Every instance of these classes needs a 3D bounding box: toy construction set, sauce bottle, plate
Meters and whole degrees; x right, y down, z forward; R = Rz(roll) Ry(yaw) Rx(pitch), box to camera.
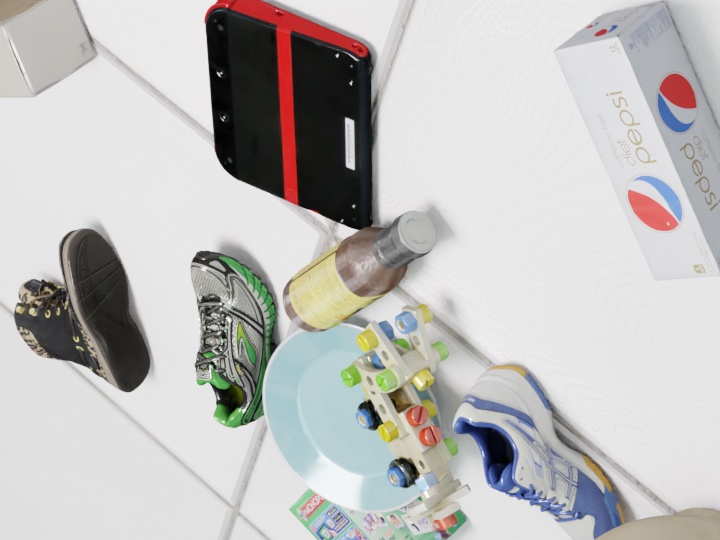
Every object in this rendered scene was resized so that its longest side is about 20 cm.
[{"bbox_3d":[0.050,0.138,1.747,0.131,0.092,0.200,-32,72,59],"label":"toy construction set"},{"bbox_3d":[0.000,0.000,1.742,0.065,0.065,0.200,53,145,-3],"label":"sauce bottle"},{"bbox_3d":[-0.005,0.140,1.867,0.200,0.026,0.201,12,114,27],"label":"plate"}]

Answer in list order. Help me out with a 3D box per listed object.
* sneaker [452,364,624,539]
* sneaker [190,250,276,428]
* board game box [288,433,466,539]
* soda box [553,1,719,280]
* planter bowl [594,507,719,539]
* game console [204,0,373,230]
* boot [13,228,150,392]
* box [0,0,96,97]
[{"bbox_3d":[0.153,0.185,1.720,0.200,0.088,0.075,52,142,-4],"label":"sneaker"},{"bbox_3d":[-0.129,0.070,1.921,0.078,0.085,0.200,10,127,42],"label":"sneaker"},{"bbox_3d":[0.014,0.249,1.969,0.135,0.029,0.200,48,144,6],"label":"board game box"},{"bbox_3d":[0.222,-0.093,1.431,0.068,0.064,0.200,-6,115,49],"label":"soda box"},{"bbox_3d":[0.275,0.287,1.639,0.200,0.135,0.200,27,137,28],"label":"planter bowl"},{"bbox_3d":[-0.061,-0.143,1.721,0.177,0.031,0.200,22,136,25],"label":"game console"},{"bbox_3d":[-0.318,0.035,2.104,0.150,0.073,0.200,13,135,40],"label":"boot"},{"bbox_3d":[-0.366,-0.224,1.913,0.200,0.095,0.078,4,123,43],"label":"box"}]
